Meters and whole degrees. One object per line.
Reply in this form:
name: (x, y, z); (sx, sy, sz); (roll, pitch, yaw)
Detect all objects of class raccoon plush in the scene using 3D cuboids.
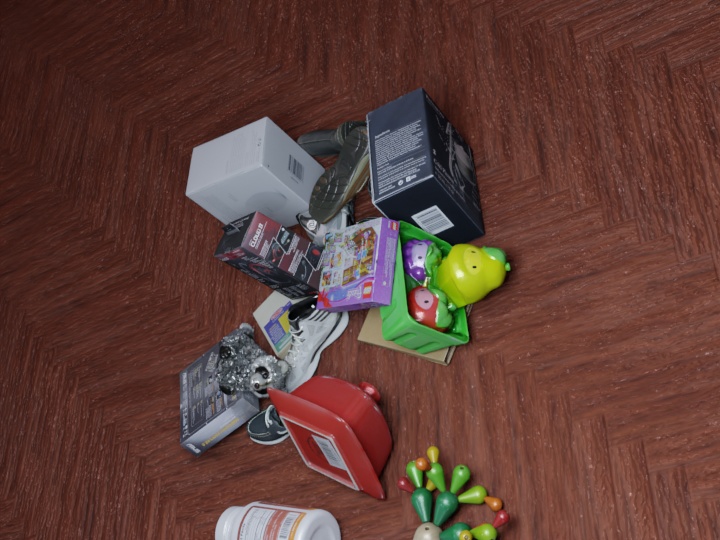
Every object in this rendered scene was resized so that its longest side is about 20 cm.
raccoon plush: (-0.175, 0.151, 1.725); (0.132, 0.098, 0.201); (7, 38, 6)

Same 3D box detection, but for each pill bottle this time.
pill bottle: (-0.137, 0.435, 1.559); (0.198, 0.112, 0.114); (-3, 61, 38)

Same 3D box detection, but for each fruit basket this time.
fruit basket: (0.131, 0.015, 1.560); (0.215, 0.154, 0.219); (-33, 46, 42)

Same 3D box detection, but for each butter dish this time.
butter dish: (-0.023, 0.242, 1.562); (0.198, 0.202, 0.148); (15, 50, 44)

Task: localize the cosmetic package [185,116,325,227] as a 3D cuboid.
cosmetic package: (-0.207, -0.178, 1.934); (0.198, 0.199, 0.125); (-17, 54, 29)

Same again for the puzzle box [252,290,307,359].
puzzle box: (-0.109, 0.057, 1.832); (0.200, 0.025, 0.133); (-45, 45, 8)

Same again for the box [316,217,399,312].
box: (-0.007, -0.005, 1.624); (0.199, 0.039, 0.139); (-11, 70, 60)

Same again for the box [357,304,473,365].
box: (0.100, 0.067, 1.659); (0.198, 0.021, 0.166); (10, 71, 42)

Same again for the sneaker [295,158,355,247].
sneaker: (-0.071, -0.131, 1.865); (0.113, 0.075, 0.203); (-8, 58, 14)

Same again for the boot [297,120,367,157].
boot: (-0.010, -0.252, 1.900); (0.199, 0.179, 0.074); (167, 109, -65)

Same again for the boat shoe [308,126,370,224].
boat shoe: (-0.018, -0.169, 1.781); (0.201, 0.073, 0.076); (-54, 56, 20)

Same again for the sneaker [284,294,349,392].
sneaker: (-0.117, 0.126, 1.731); (0.202, 0.115, 0.075); (-54, 45, -2)

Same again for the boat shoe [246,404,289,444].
boat shoe: (-0.131, 0.254, 1.701); (0.198, 0.060, 0.077); (-23, 53, 27)

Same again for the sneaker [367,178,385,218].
sneaker: (0.051, -0.153, 1.777); (0.060, 0.104, 0.202); (-32, 48, 17)

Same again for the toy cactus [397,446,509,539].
toy cactus: (0.117, 0.364, 1.423); (0.199, 0.102, 0.167); (30, 94, 37)

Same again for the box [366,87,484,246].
box: (0.112, -0.165, 1.669); (0.123, 0.200, 0.199); (-23, 52, 23)

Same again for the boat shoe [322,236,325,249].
boat shoe: (0.000, 0.000, 1.738); (0.066, 0.058, 0.200); (-25, 43, -25)

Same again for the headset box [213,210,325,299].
headset box: (-0.162, -0.029, 1.740); (0.148, 0.198, 0.076); (-13, 51, 62)

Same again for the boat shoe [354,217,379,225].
boat shoe: (0.036, -0.064, 1.750); (0.069, 0.057, 0.199); (-52, 33, -4)

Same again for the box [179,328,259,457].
box: (-0.268, 0.227, 1.811); (0.158, 0.048, 0.201); (-36, 35, 14)
